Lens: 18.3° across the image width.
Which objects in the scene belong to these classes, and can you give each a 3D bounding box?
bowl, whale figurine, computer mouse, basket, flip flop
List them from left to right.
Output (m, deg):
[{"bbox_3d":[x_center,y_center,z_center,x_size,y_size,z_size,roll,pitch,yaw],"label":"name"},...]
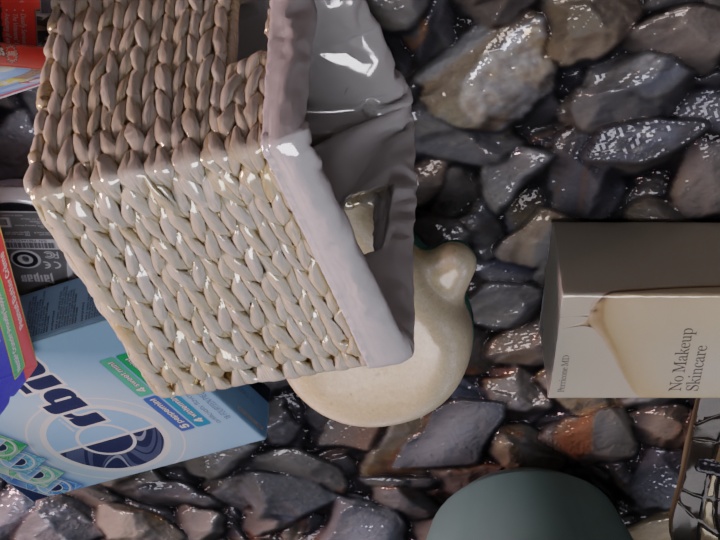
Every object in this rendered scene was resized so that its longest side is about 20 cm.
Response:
[{"bbox_3d":[-0.208,-0.005,1.458,0.108,0.044,0.201,2,144,2],"label":"computer mouse"},{"bbox_3d":[-0.068,-0.065,1.239,0.159,0.200,0.201,-12,139,15],"label":"basket"},{"bbox_3d":[0.000,0.000,1.448,0.158,0.104,0.201,-14,113,15],"label":"whale figurine"},{"bbox_3d":[0.126,0.222,1.680,0.199,0.106,0.202,-1,139,-1],"label":"bowl"},{"bbox_3d":[0.272,0.120,1.601,0.080,0.058,0.201,16,120,6],"label":"flip flop"}]

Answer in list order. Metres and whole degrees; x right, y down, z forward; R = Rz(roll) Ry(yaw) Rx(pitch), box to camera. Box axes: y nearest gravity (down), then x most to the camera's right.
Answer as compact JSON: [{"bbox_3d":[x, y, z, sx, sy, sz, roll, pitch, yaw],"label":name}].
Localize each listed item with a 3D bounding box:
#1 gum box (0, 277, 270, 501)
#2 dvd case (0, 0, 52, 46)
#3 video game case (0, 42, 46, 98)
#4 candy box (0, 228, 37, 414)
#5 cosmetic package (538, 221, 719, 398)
[{"bbox_3d":[-0.188,0.079,1.497,0.198,0.045,0.170,-16,141,26],"label":"gum box"},{"bbox_3d":[-0.147,-0.165,1.292,0.198,0.022,0.147,2,139,-3],"label":"dvd case"},{"bbox_3d":[-0.271,-0.103,1.241,0.142,0.018,0.200,-15,176,25],"label":"video game case"},{"bbox_3d":[-0.309,-0.003,1.367,0.199,0.077,0.170,22,144,20],"label":"candy box"},{"bbox_3d":[0.223,0.026,1.483,0.198,0.074,0.104,-1,134,-3],"label":"cosmetic package"}]
